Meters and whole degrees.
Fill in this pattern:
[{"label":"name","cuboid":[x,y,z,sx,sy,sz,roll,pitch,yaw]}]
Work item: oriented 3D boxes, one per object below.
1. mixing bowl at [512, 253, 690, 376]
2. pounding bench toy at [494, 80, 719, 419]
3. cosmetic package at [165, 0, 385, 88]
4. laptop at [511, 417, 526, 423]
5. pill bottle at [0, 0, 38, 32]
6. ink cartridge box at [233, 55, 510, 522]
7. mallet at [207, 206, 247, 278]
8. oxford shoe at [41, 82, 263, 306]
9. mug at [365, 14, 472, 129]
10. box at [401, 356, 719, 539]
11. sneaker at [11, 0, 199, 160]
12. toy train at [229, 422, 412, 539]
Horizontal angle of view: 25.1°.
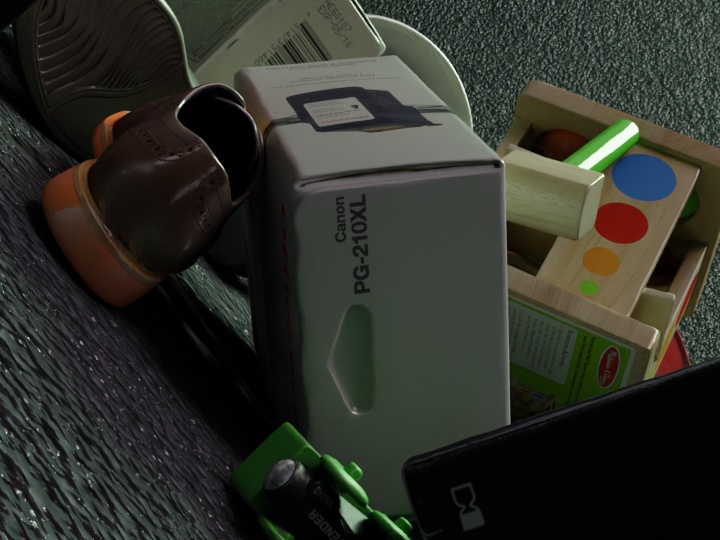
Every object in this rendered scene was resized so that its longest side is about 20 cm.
[{"label":"mixing bowl","cuboid":[0.118,0.091,1.119,0.200,0.200,0.108,52,33,4]},{"label":"pounding bench toy","cuboid":[0.115,-0.024,0.830,0.124,0.156,0.200,23,-35,15]},{"label":"cosmetic package","cuboid":[-0.085,-0.140,0.937,0.073,0.104,0.200,52,-11,-33]},{"label":"laptop","cuboid":[0.122,0.170,0.833,0.200,0.103,0.177,1,-44,38]},{"label":"pill bottle","cuboid":[-0.167,-0.160,0.477,0.200,0.112,0.112,49,5,-24]},{"label":"ink cartridge box","cuboid":[0.000,0.000,0.691,0.200,0.084,0.145,-119,-156,-69]},{"label":"mallet","cuboid":[-0.112,-0.073,0.900,0.200,0.041,0.066,48,5,8]},{"label":"oxford shoe","cuboid":[-0.068,-0.041,0.662,0.071,0.073,0.200,55,10,-13]},{"label":"mug","cuboid":[-0.014,-0.070,1.066,0.200,0.148,0.175,47,-14,-20]},{"label":"box","cuboid":[0.120,0.136,0.538,0.200,0.117,0.197,15,55,-72]},{"label":"sneaker","cuboid":[-0.132,-0.107,0.764,0.106,0.075,0.200,48,-7,25]},{"label":"toy train","cuboid":[0.024,0.130,0.585,0.200,0.042,0.056,50,-7,-27]}]
